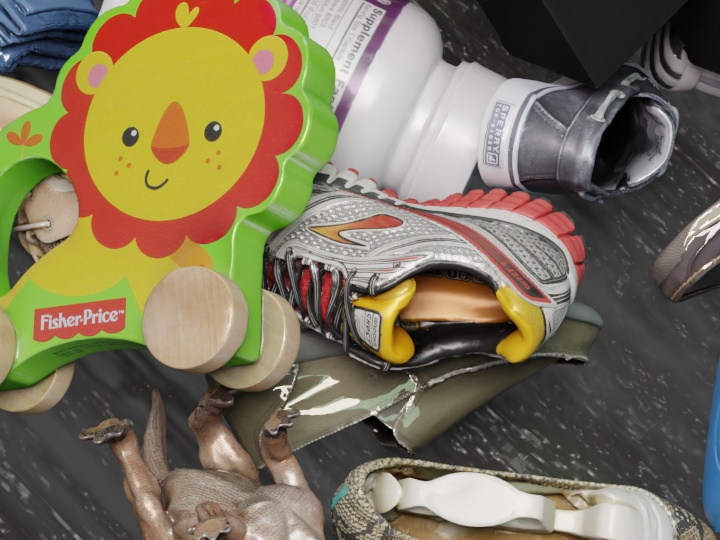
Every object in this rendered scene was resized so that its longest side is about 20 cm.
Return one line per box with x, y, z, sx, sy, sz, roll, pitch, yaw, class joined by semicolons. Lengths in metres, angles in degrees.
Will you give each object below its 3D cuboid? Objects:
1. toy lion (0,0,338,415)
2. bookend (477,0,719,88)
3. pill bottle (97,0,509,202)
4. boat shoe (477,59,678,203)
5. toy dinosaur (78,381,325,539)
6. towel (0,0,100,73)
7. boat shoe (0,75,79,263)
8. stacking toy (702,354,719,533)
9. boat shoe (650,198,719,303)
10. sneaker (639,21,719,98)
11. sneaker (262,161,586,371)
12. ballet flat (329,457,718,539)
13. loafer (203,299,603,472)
-0.103;-0.039;0.936;0.199;0.069;0.192;-8;74;27;toy lion
0.145;-0.152;0.985;0.199;0.092;0.200;-45;124;-10;bookend
-0.028;-0.100;1.034;0.200;0.112;0.112;26;67;2;pill bottle
0.125;-0.068;1.010;0.068;0.200;0.072;14;101;23;boat shoe
-0.058;0.131;0.948;0.086;0.136;0.200;-31;35;-27;toy dinosaur
-0.220;-0.179;1.045;0.200;0.112;0.049;41;106;10;towel
-0.141;-0.034;1.014;0.200;0.071;0.065;27;66;2;boat shoe
0.278;0.094;1.017;0.199;0.116;0.110;13;75;-18;stacking toy
0.248;-0.022;1.062;0.200;0.075;0.073;-23;73;-15;boat shoe
0.229;-0.174;1.130;0.115;0.075;0.201;19;72;-10;sneaker
0.000;0.000;0.942;0.199;0.078;0.082;3;35;15;sneaker
0.085;0.125;0.979;0.199;0.075;0.068;9;64;-5;ballet flat
0.025;0.056;1.008;0.199;0.075;0.070;-10;83;-6;loafer
